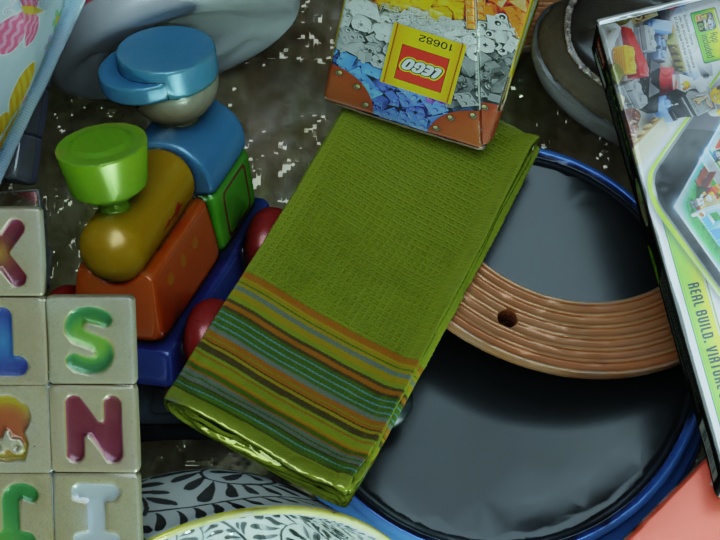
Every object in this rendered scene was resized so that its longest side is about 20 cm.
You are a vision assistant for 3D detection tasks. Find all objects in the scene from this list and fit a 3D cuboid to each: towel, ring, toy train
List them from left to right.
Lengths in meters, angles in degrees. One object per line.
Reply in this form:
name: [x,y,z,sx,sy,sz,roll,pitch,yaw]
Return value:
toy train: [-0.099,-0.007,1.155,0.084,0.116,0.200,5,35,20]
towel: [0.000,0.000,1.171,0.086,0.018,0.200,28,58,4]
ring: [0.091,-0.040,1.235,0.199,0.019,0.201,6,59,-10]

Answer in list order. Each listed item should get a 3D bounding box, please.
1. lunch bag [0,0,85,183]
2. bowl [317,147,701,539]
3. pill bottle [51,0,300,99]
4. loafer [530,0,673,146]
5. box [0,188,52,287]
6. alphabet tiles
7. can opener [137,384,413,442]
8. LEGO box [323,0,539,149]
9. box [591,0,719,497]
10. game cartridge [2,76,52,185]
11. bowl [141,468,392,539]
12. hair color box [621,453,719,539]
lunch bag: [-0.229,-0.072,1.127,0.169,0.127,0.201,28,97,20]
bowl: [0.059,0.038,1.248,0.199,0.039,0.202,0,76,-2]
pill bottle: [-0.110,-0.189,1.259,0.119,0.120,0.201,-17,76,-5]
loafer: [0.174,-0.086,1.228,0.199,0.071,0.073,15,57,-5]
box: [-0.237,-0.007,1.252,0.199,0.041,0.039,-4,76,-3]
alphabet tiles: [-0.164,0.076,1.060,0.165,0.006,0.201,0,99,7]
can opener: [-0.077,0.053,1.207,0.199,0.063,0.079,1,85,20]
LEGO box: [0.057,-0.179,1.209,0.077,0.149,0.200,18,49,3]
box: [0.172,-0.018,1.154,0.110,0.035,0.201,-14,75,-2]
game cartridge: [-0.225,-0.108,1.208,0.199,0.038,0.130,8,93,14]
bowl: [-0.078,0.150,1.167,0.200,0.201,0.094,-28,43,-8]
hair color box: [0.147,0.123,1.193,0.064,0.111,0.200,43,78,10]
